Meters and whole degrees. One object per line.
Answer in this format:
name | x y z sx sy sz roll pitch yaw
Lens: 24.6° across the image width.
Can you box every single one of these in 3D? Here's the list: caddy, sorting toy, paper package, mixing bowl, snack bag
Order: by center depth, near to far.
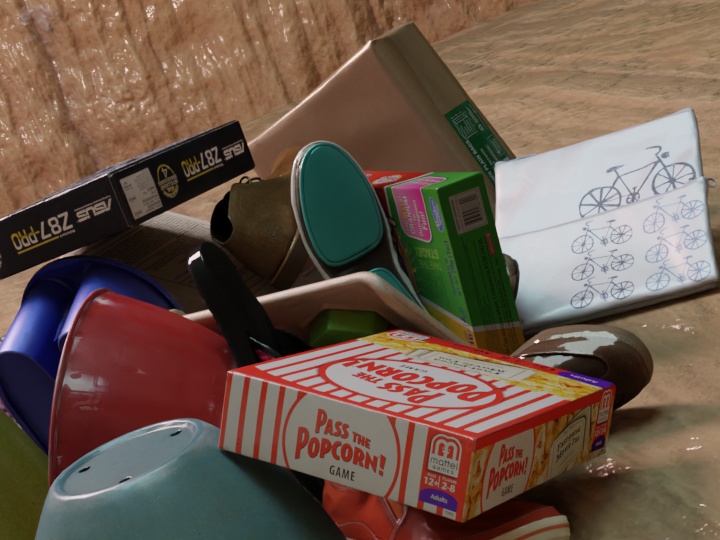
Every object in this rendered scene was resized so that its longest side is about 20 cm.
mixing bowl | -0.121 0.114 1.075 0.107 0.202 0.200 2 17 8
sorting toy | -0.011 0.065 1.147 0.199 0.185 0.037 -9 59 37
caddy | -0.184 0.081 1.256 0.140 0.201 0.105 -16 31 27
snack bag | 0.190 -0.042 1.313 0.187 0.021 0.201 -16 45 23
paper package | 0.025 -0.092 1.494 0.190 0.201 0.103 -35 2 34

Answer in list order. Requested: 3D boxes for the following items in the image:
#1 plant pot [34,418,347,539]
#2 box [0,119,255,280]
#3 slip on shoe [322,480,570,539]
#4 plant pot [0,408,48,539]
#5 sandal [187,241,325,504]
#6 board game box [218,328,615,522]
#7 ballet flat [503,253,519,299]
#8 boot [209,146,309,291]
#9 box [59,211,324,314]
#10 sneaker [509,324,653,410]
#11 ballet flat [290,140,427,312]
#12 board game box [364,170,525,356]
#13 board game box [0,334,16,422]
plant pot | -0.104 0.163 0.914 0.198 0.136 0.200 -20 13 5
box | -0.196 -0.055 1.292 0.160 0.050 0.200 -17 9 27
slip on shoe | 0.040 0.135 0.937 0.074 0.062 0.199 -10 5 -34
plant pot | -0.298 0.141 1.106 0.186 0.201 0.187 -28 10 5
sandal | -0.044 0.066 1.052 0.045 0.201 0.075 -28 4 11
board game box | 0.038 0.082 0.929 0.150 0.047 0.199 13 11 27
ballet flat | 0.073 0.017 1.325 0.046 0.068 0.200 20 -7 -17
boot | -0.074 -0.060 1.338 0.074 0.075 0.200 -58 12 24
box | -0.134 0.035 1.377 0.198 0.110 0.128 15 30 28
sneaker | 0.094 0.096 1.061 0.199 0.071 0.076 -18 32 29
ballet flat | 0.000 0.000 1.247 0.069 0.201 0.069 -27 -12 -6
board game box | 0.049 0.002 1.266 0.040 0.155 0.200 -19 10 -22
board game box | -0.327 0.120 1.483 0.199 0.098 0.159 -25 7 -13
